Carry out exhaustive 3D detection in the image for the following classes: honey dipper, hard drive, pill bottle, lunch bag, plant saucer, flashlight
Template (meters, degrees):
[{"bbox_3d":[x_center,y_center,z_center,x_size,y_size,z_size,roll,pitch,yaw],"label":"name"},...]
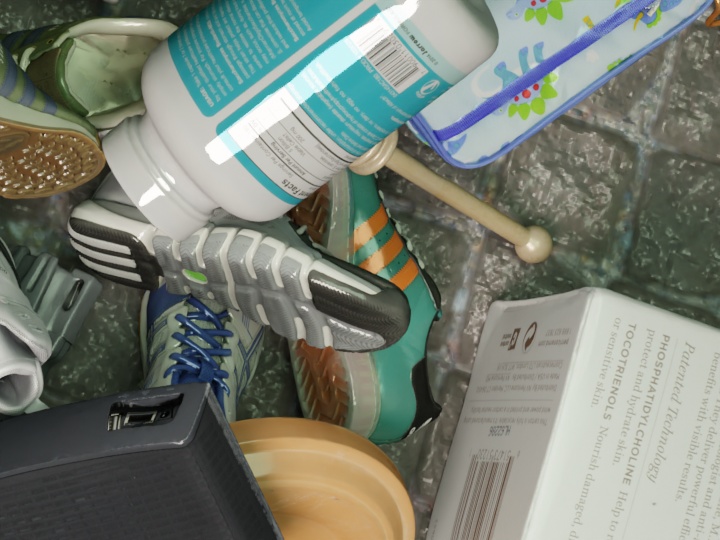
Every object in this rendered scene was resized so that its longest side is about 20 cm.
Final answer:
[{"bbox_3d":[0.043,-0.047,1.606,0.200,0.038,0.038,31,77,-40],"label":"honey dipper"},{"bbox_3d":[-0.146,0.136,1.448,0.199,0.042,0.135,-15,116,20],"label":"hard drive"},{"bbox_3d":[-0.036,-0.101,1.460,0.200,0.111,0.111,-36,98,12],"label":"pill bottle"},{"bbox_3d":[0.088,-0.163,1.556,0.200,0.082,0.161,-33,116,0],"label":"lunch bag"},{"bbox_3d":[-0.065,0.161,1.532,0.199,0.032,0.201,-12,133,-13],"label":"plant saucer"},{"bbox_3d":[-0.218,0.082,1.544,0.068,0.068,0.201,29,74,-10],"label":"flashlight"}]

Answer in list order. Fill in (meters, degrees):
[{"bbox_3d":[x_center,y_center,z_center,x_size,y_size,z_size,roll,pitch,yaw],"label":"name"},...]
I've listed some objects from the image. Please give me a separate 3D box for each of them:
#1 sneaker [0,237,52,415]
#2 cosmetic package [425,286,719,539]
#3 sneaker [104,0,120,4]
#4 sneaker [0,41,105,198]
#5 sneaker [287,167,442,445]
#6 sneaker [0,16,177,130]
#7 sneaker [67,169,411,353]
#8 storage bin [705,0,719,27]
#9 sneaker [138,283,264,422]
[{"bbox_3d":[-0.217,0.001,1.428,0.075,0.115,0.200,-35,142,2],"label":"sneaker"},{"bbox_3d":[0.167,0.119,1.603,0.199,0.167,0.167,18,81,-16],"label":"cosmetic package"},{"bbox_3d":[-0.159,-0.251,1.571,0.099,0.075,0.201,6,79,-4],"label":"sneaker"},{"bbox_3d":[-0.193,-0.098,1.427,0.067,0.200,0.090,-24,75,16],"label":"sneaker"},{"bbox_3d":[0.000,0.000,1.616,0.080,0.071,0.201,-2,81,-37],"label":"sneaker"},{"bbox_3d":[-0.180,-0.102,1.539,0.199,0.090,0.067,-13,92,-17],"label":"sneaker"},{"bbox_3d":[-0.051,-0.035,1.542,0.199,0.075,0.116,17,59,16],"label":"sneaker"},{"bbox_3d":[0.275,-0.195,1.671,0.145,0.134,0.201,-20,92,-17],"label":"storage bin"},{"bbox_3d":[-0.088,0.062,1.569,0.075,0.088,0.201,13,82,-14],"label":"sneaker"}]
